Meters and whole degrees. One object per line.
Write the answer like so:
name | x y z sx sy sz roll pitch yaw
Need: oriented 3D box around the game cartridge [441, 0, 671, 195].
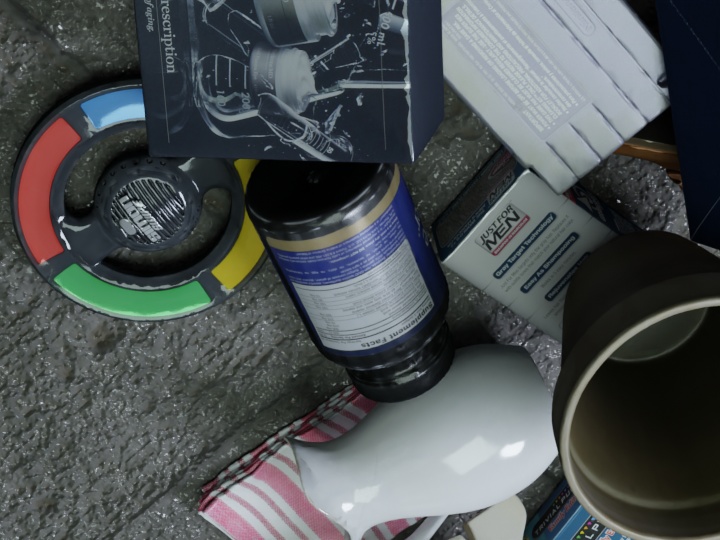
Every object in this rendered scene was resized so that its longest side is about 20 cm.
game cartridge | 0.117 -0.160 1.115 0.129 0.038 0.200 -37 110 19

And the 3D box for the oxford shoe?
oxford shoe | 0.246 -0.083 1.205 0.199 0.072 0.072 10 129 -11

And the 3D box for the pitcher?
pitcher | 0.061 0.153 1.282 0.199 0.122 0.172 -25 136 -1

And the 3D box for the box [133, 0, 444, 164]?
box | -0.045 -0.180 1.044 0.181 0.104 0.201 2 112 13

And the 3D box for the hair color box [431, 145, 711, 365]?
hair color box | 0.162 -0.004 1.244 0.199 0.061 0.100 33 111 -23

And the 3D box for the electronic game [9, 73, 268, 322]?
electronic game | -0.155 -0.050 1.190 0.198 0.042 0.201 -3 121 -5

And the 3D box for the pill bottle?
pill bottle | 0.000 0.000 1.189 0.111 0.112 0.201 -21 130 6

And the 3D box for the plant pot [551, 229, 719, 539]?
plant pot | 0.219 0.061 1.153 0.198 0.174 0.201 -3 121 -6

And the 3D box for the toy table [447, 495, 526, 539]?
toy table | 0.081 0.278 1.323 0.183 0.200 0.117 -30 82 -30

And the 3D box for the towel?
towel | -0.018 0.183 1.351 0.200 0.030 0.146 -35 119 13

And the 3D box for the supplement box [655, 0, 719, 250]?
supplement box | 0.326 -0.128 1.092 0.199 0.134 0.201 -22 113 -22

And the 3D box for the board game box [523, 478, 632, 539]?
board game box | 0.255 0.233 1.403 0.199 0.047 0.151 26 115 -20
